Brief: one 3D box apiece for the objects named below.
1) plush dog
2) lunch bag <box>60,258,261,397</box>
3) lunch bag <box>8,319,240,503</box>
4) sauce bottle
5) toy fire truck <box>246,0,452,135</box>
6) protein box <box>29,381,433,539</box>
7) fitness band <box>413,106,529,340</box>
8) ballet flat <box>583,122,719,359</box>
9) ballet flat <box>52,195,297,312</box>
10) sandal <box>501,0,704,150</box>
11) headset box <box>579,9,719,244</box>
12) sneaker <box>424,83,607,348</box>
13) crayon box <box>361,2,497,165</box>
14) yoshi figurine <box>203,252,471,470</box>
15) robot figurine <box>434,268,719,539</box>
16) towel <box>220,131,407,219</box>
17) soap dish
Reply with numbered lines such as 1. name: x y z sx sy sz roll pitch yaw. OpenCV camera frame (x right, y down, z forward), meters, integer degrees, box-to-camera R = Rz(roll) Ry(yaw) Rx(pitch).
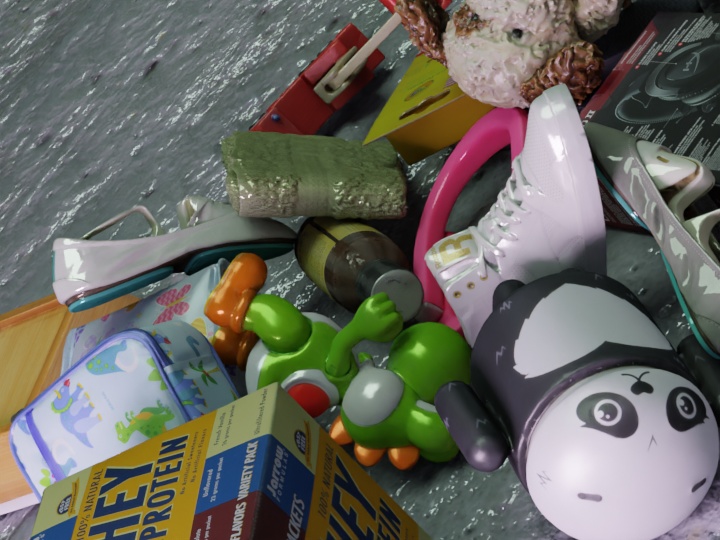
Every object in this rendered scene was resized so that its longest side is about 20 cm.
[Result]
1. plush dog: 0.127 -0.195 1.555 0.200 0.161 0.172 23 70 37
2. lunch bag: -0.140 0.116 1.582 0.169 0.127 0.200 -23 48 31
3. lunch bag: -0.143 0.150 1.470 0.161 0.200 0.082 -34 -10 27
4. sauce bottle: 0.000 0.000 1.587 0.065 0.065 0.200 -43 18 -1
5. toy fire truck: -0.016 -0.169 1.818 0.200 0.049 0.141 -47 7 -9
6. protein box: -0.076 0.209 1.310 0.198 0.200 0.135 -25 35 27
7. fitness band: 0.089 -0.036 1.538 0.144 0.037 0.200 -52 22 34
8. ballet flat: 0.208 -0.032 1.334 0.064 0.067 0.200 -41 54 21
9. ballet flat: -0.144 -0.024 1.620 0.200 0.070 0.069 -15 21 -24
10. sandal: 0.184 -0.152 1.630 0.200 0.043 0.076 -32 23 30
11. headset box: 0.237 -0.100 1.460 0.149 0.077 0.200 -52 31 -17
12. sneaker: 0.098 -0.025 1.378 0.115 0.200 0.074 -11 40 -1
13. crayon box: 0.090 -0.160 1.685 0.127 0.051 0.200 -25 23 39
14. yoshi figurine: -0.003 0.056 1.476 0.112 0.200 0.112 -21 -43 -63
15. robot figurine: 0.140 0.078 1.295 0.150 0.125 0.200 -42 34 11
16. towel: -0.036 -0.075 1.677 0.148 0.037 0.200 3 14 -6
17. soap dish: -0.278 0.107 1.792 0.157 0.081 0.200 -20 36 34
